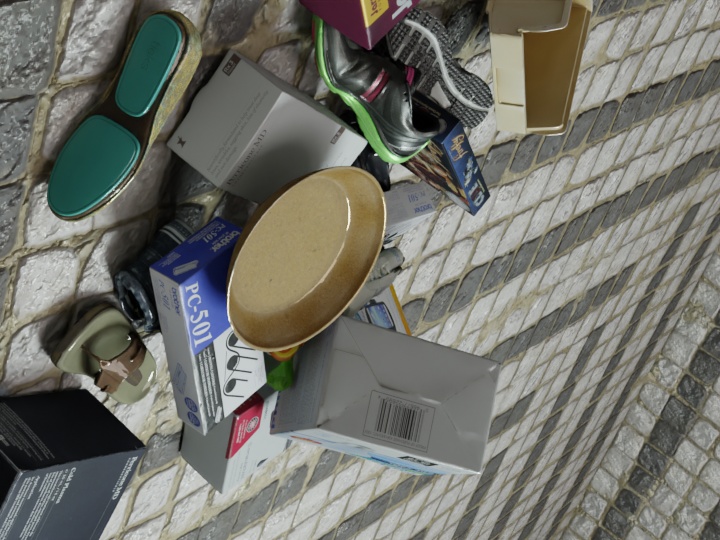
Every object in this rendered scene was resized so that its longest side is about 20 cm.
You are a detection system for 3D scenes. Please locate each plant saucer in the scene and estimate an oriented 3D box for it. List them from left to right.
[{"bbox_3d":[-0.058,-0.017,1.219,0.199,0.035,0.202,-31,140,-30],"label":"plant saucer"}]

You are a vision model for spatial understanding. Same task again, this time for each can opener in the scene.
[{"bbox_3d":[0.002,-0.124,1.447,0.200,0.062,0.080,83,5,-73],"label":"can opener"}]

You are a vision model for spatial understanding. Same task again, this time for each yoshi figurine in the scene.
[{"bbox_3d":[-0.117,0.074,1.412,0.200,0.110,0.114,134,-38,-78],"label":"yoshi figurine"}]

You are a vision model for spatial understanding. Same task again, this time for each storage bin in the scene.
[{"bbox_3d":[0.207,-0.290,1.464,0.201,0.092,0.201,74,28,-62],"label":"storage bin"}]

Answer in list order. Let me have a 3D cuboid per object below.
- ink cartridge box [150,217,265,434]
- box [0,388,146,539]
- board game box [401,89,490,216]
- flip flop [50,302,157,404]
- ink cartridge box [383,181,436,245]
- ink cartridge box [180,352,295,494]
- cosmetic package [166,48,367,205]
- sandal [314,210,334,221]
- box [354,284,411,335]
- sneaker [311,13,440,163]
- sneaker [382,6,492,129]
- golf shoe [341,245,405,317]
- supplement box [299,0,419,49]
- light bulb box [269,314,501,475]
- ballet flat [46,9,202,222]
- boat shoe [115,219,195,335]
[{"bbox_3d":[-0.147,0.057,1.253,0.094,0.044,0.202,-40,142,-35],"label":"ink cartridge box"},{"bbox_3d":[-0.337,0.231,1.243,0.181,0.104,0.202,2,121,-60],"label":"box"},{"bbox_3d":[0.072,-0.147,1.448,0.035,0.135,0.200,-49,155,-6],"label":"board game box"},{"bbox_3d":[-0.245,0.095,1.285,0.081,0.057,0.200,-48,155,-11],"label":"flip flop"},{"bbox_3d":[-0.009,-0.048,1.482,0.199,0.045,0.094,-19,170,-46],"label":"ink cartridge box"},{"bbox_3d":[-0.117,0.157,1.567,0.199,0.083,0.147,-31,148,-40],"label":"ink cartridge box"},{"bbox_3d":[-0.087,-0.126,1.252,0.114,0.081,0.199,-55,157,10],"label":"cosmetic package"},{"bbox_3d":[-0.080,-0.017,1.327,0.081,0.051,0.202,-4,165,-30],"label":"sandal"},{"bbox_3d":[0.000,0.051,1.598,0.041,0.121,0.199,-26,163,22],"label":"box"},{"bbox_3d":[0.016,-0.197,1.282,0.083,0.078,0.200,-23,133,21],"label":"sneaker"},{"bbox_3d":[0.070,-0.230,1.424,0.074,0.080,0.200,-49,138,-3],"label":"sneaker"},{"bbox_3d":[0.000,0.000,1.424,0.097,0.079,0.200,-34,180,10],"label":"golf shoe"},{"bbox_3d":[0.031,-0.329,1.173,0.200,0.103,0.131,-46,155,-15],"label":"supplement box"},{"bbox_3d":[0.023,0.143,1.413,0.200,0.195,0.127,152,-47,-70],"label":"light bulb box"},{"bbox_3d":[-0.195,-0.127,1.084,0.202,0.070,0.070,-58,155,10],"label":"ballet flat"},{"bbox_3d":[-0.192,0.040,1.305,0.091,0.071,0.202,-42,146,-22],"label":"boat shoe"}]
